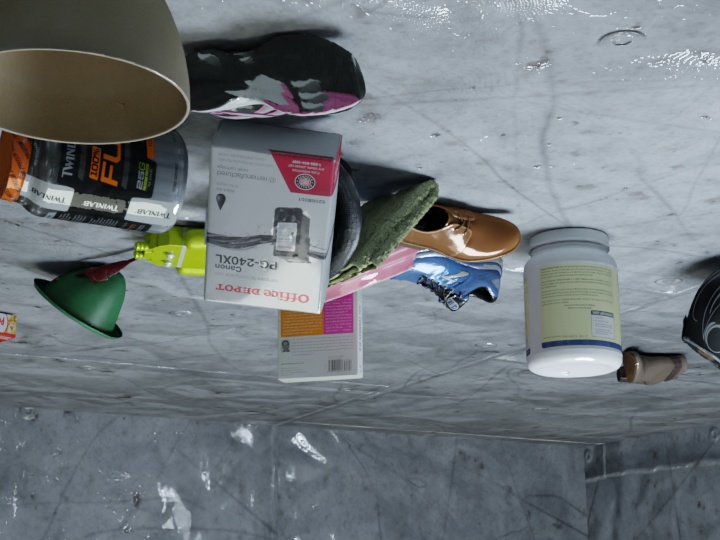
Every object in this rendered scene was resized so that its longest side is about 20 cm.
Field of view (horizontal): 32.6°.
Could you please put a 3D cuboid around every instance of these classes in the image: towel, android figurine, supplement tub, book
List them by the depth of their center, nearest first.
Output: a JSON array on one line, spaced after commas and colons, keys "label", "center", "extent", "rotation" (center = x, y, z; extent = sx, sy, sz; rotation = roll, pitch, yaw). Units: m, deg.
[{"label": "supplement tub", "center": [-0.305, -0.114, 1.396], "extent": [0.197, 0.125, 0.122], "rotation": [7, 164, -27]}, {"label": "towel", "center": [0.012, -0.046, 1.598], "extent": [0.147, 0.200, 0.037], "rotation": [-19, 112, 47]}, {"label": "supplement tub", "center": [0.318, 0.051, 1.854], "extent": [0.142, 0.203, 0.145], "rotation": [0, 165, 0]}, {"label": "android figurine", "center": [-0.245, -0.030, 1.869], "extent": [0.197, 0.042, 0.182], "rotation": [2, 165, -15]}, {"label": "book", "center": [-0.062, 0.069, 1.920], "extent": [0.131, 0.203, 0.048], "rotation": [-4, 164, 17]}]

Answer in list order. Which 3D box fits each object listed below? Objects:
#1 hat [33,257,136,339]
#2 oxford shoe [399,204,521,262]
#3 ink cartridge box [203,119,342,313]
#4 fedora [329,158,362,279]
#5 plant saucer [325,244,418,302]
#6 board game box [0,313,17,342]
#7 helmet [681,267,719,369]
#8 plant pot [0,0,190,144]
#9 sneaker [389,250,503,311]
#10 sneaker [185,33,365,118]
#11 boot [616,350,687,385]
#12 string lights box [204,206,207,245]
[{"label": "hat", "center": [-0.413, -0.001, 2.018], "extent": [0.199, 0.177, 0.165], "rotation": [35, -176, 27]}, {"label": "oxford shoe", "center": [0.136, -0.056, 1.715], "extent": [0.197, 0.072, 0.071], "rotation": [5, 163, -12]}, {"label": "ink cartridge box", "center": [-0.103, -0.059, 1.425], "extent": [0.143, 0.203, 0.084], "rotation": [6, -152, 0]}, {"label": "fedora", "center": [-0.069, -0.082, 1.532], "extent": [0.198, 0.203, 0.092], "rotation": [-9, -162, 31]}, {"label": "plant saucer", "center": [0.000, 0.000, 1.810], "extent": [0.198, 0.051, 0.201], "rotation": [-22, 180, 0]}, {"label": "board game box", "center": [-0.780, 0.104, 2.342], "extent": [0.198, 0.047, 0.150], "rotation": [14, 160, -41]}, {"label": "helmet", "center": [0.635, 0.078, 1.981], "extent": [0.199, 0.192, 0.200], "rotation": [35, -177, -2]}, {"label": "plant pot", "center": [-0.240, -0.205, 1.036], "extent": [0.197, 0.137, 0.201], "rotation": [1, 165, 0]}, {"label": "sneaker", "center": [0.136, 0.015, 1.936], "extent": [0.197, 0.091, 0.079], "rotation": [5, 163, -18]}, {"label": "sneaker", "center": [-0.088, -0.191, 1.242], "extent": [0.197, 0.082, 0.086], "rotation": [5, 178, 13]}, {"label": "boot", "center": [0.654, 0.212, 2.733], "extent": [0.144, 0.071, 0.200], "rotation": [-6, 166, -2]}, {"label": "string lights box", "center": [-0.108, -0.059, 1.721], "extent": [0.197, 0.060, 0.102], "rotation": [9, 164, -30]}]
